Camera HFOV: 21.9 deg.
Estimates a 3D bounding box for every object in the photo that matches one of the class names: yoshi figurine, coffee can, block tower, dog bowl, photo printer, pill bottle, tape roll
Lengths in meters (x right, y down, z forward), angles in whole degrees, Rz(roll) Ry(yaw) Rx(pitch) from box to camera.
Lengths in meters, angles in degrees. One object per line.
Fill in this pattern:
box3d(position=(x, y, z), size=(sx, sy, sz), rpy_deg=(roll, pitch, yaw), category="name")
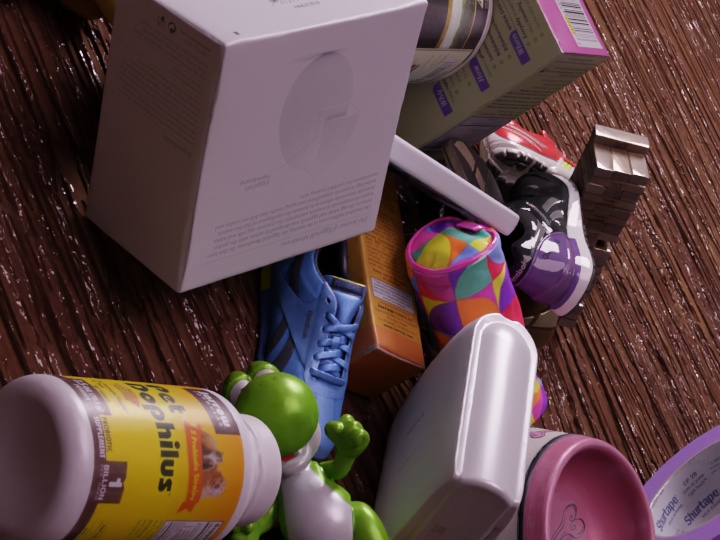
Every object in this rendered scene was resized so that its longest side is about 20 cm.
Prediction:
box3d(position=(-0.041, 0.154, 1.334), size=(0.112, 0.112, 0.201), rpy_deg=(-18, 75, -50), category="yoshi figurine")
box3d(position=(0.015, -0.233, 1.603), size=(0.147, 0.146, 0.200), rpy_deg=(62, 22, 5), category="coffee can")
box3d(position=(0.210, -0.038, 1.743), size=(0.054, 0.200, 0.058), rpy_deg=(13, 38, -10), category="block tower")
box3d(position=(0.172, 0.225, 1.534), size=(0.200, 0.074, 0.201), rpy_deg=(16, 68, -46), category="dog bowl")
box3d(position=(0.072, 0.139, 1.441), size=(0.069, 0.167, 0.200), rpy_deg=(25, 42, -11), category="photo printer")
box3d(position=(-0.146, 0.127, 1.210), size=(0.200, 0.109, 0.110), rpy_deg=(9, 56, -50), category="pill bottle")
box3d(position=(0.332, 0.217, 1.685), size=(0.066, 0.200, 0.200), rpy_deg=(49, 34, -13), category="tape roll")

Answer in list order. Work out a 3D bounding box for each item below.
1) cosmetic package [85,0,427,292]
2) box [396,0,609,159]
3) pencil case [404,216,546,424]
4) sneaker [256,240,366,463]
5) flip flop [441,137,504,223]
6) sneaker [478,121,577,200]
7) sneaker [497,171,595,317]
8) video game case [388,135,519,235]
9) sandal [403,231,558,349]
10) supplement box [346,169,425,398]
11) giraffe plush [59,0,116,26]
box3d(position=(-0.078, -0.117, 1.356), size=(0.199, 0.201, 0.123), rpy_deg=(-18, 42, -42), category="cosmetic package")
box3d(position=(0.100, -0.227, 1.740), size=(0.097, 0.200, 0.176), rpy_deg=(-5, 67, -56), category="box")
box3d(position=(0.099, 0.050, 1.560), size=(0.089, 0.088, 0.201), rpy_deg=(-75, 152, -49), category="pencil case")
box3d(position=(-0.033, 0.052, 1.452), size=(0.066, 0.078, 0.201), rpy_deg=(30, 44, -39), category="sneaker")
box3d(position=(0.106, -0.025, 1.723), size=(0.081, 0.057, 0.201), rpy_deg=(-27, 102, -67), category="flip flop")
box3d(position=(0.196, -0.100, 1.884), size=(0.200, 0.077, 0.085), rpy_deg=(30, 37, -37), category="sneaker")
box3d(position=(0.148, -0.045, 1.662), size=(0.087, 0.076, 0.200), rpy_deg=(25, 24, -19), category="sneaker")
box3d(position=(0.022, -0.101, 1.576), size=(0.200, 0.023, 0.182), rpy_deg=(32, 1, -21), category="video game case")
box3d(position=(0.090, 0.021, 1.648), size=(0.199, 0.054, 0.081), rpy_deg=(19, 93, -34), category="sandal")
box3d(position=(0.000, 0.000, 1.547), size=(0.069, 0.066, 0.201), rpy_deg=(23, 47, -42), category="supplement box")
box3d(position=(-0.181, -0.222, 1.431), size=(0.162, 0.200, 0.173), rpy_deg=(27, 44, 10), category="giraffe plush")
